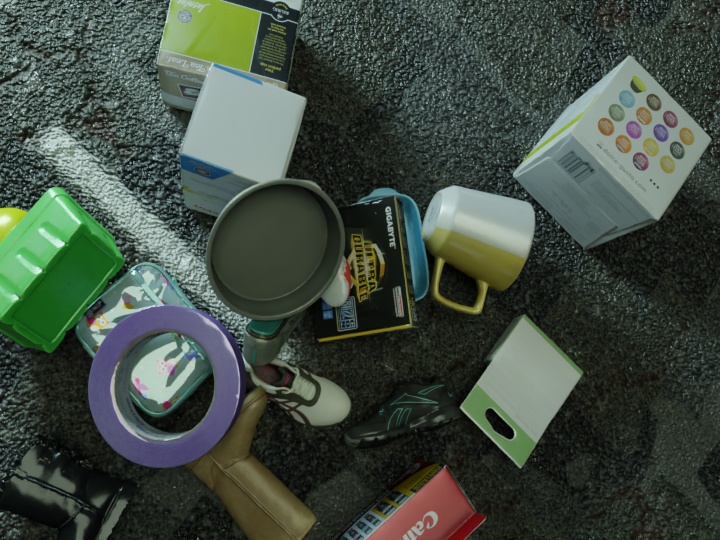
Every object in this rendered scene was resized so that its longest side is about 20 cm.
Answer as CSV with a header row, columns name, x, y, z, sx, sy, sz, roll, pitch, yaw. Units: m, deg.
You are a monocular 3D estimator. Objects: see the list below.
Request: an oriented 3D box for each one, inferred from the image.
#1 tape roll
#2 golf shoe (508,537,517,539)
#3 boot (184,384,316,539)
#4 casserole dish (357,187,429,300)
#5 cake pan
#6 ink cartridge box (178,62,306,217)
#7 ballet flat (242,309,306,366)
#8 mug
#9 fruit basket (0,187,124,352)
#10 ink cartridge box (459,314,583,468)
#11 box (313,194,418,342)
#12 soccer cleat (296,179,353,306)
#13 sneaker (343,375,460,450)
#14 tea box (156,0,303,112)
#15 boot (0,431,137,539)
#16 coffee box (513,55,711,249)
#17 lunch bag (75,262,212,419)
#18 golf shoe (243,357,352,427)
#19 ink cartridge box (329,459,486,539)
name,x,y,z,sx,sy,sz,roll,pitch,yaw
tape roll,-0.252,0.150,0.871,0.193,0.066,0.207,0,84,-2
golf shoe,0.190,0.495,1.004,0.197,0.073,0.094,-26,79,-28
boot,-0.137,0.292,0.947,0.200,0.066,0.175,45,104,1
casserole dish,0.047,-0.033,1.092,0.117,0.039,0.207,-5,79,-15
cake pan,-0.115,-0.031,0.890,0.195,0.037,0.206,-13,120,-22
ink cartridge box,-0.177,-0.171,0.980,0.143,0.200,0.149,17,72,-9
ballet flat,-0.126,0.077,0.982,0.065,0.200,0.065,17,115,9
mug,0.180,-0.048,1.061,0.149,0.150,0.191,19,54,-11
fruit basket,-0.461,-0.012,0.926,0.210,0.156,0.220,-15,50,19
ink cartridge box,0.262,0.198,1.093,0.145,0.048,0.201,42,72,-2
box,0.000,0.000,1.029,0.155,0.049,0.207,-10,79,20
soccer cleat,-0.068,-0.043,0.985,0.067,0.085,0.206,-22,72,24
sneaker,0.059,0.225,1.033,0.195,0.076,0.081,-11,68,-23
tea box,-0.203,-0.356,1.046,0.194,0.134,0.203,12,75,-11
boot,-0.413,0.334,0.881,0.160,0.073,0.202,30,66,-9
coffee box,0.427,-0.195,1.137,0.199,0.200,0.198,43,71,-2
lunch bag,-0.302,0.096,0.956,0.160,0.077,0.201,-43,91,-18
golf shoe,-0.099,0.180,0.986,0.195,0.088,0.079,23,72,-10
ink cartridge box,0.060,0.371,0.938,0.198,0.176,0.085,-36,88,-19
